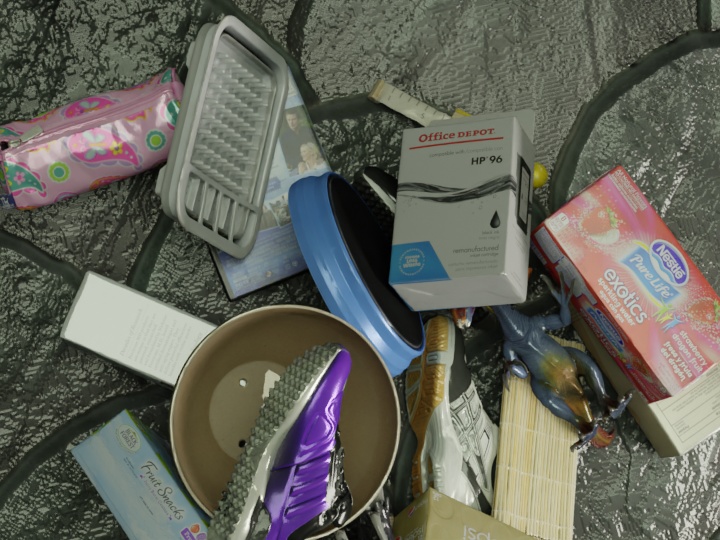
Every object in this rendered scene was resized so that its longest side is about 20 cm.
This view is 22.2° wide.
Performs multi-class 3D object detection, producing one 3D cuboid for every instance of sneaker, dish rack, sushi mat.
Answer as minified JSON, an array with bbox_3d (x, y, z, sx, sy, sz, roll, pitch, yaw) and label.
[{"bbox_3d":[-0.043,0.161,1.518,0.099,0.070,0.201,28,86,-20],"label":"sneaker"},{"bbox_3d":[0.080,-0.038,1.786,0.200,0.070,0.090,45,65,1],"label":"sneaker"},{"bbox_3d":[0.095,0.145,1.763,0.087,0.076,0.202,1,85,-22],"label":"sneaker"},{"bbox_3d":[-0.132,-0.124,1.712,0.043,0.171,0.202,9,81,23],"label":"dish rack"},{"bbox_3d":[0.172,0.158,1.761,0.095,0.012,0.202,16,72,-32],"label":"sushi mat"}]

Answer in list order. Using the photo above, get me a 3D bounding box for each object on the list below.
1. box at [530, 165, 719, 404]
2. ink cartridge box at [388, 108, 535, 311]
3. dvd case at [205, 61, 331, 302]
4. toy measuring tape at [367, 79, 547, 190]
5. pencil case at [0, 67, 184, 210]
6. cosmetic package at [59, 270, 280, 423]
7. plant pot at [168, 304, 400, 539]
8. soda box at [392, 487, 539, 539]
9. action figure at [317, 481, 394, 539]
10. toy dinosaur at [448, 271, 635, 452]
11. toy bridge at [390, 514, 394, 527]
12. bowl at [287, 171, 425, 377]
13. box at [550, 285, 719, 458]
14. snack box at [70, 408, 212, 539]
[{"bbox_3d":[0.253,0.015,1.695,0.095,0.100,0.201,-36,86,-8],"label":"box"},{"bbox_3d":[0.096,-0.071,1.697,0.115,0.068,0.202,-5,64,22],"label":"ink cartridge box"},{"bbox_3d":[-0.100,-0.087,1.792,0.142,0.018,0.201,-22,86,-8],"label":"dvd case"},{"bbox_3d":[0.099,-0.127,1.808,0.199,0.074,0.074,28,79,21],"label":"toy measuring tape"},{"bbox_3d":[-0.252,-0.123,1.736,0.198,0.087,0.088,-18,84,-2],"label":"pencil case"},{"bbox_3d":[-0.176,0.074,1.720,0.198,0.102,0.075,22,82,-1],"label":"cosmetic package"},{"bbox_3d":[-0.078,0.129,1.607,0.198,0.134,0.202,0,90,-14],"label":"plant pot"},{"bbox_3d":[0.125,0.280,1.703,0.199,0.064,0.068,28,43,-20],"label":"soda box"},{"bbox_3d":[-0.020,0.250,1.631,0.118,0.200,0.103,-25,90,-7],"label":"action figure"},{"bbox_3d":[0.158,0.088,1.728,0.105,0.200,0.181,-41,69,-21],"label":"toy dinosaur"},{"bbox_3d":[-0.058,0.286,1.740,0.198,0.027,0.068,-12,85,-8],"label":"toy bridge"},{"bbox_3d":[0.000,0.000,1.685,0.039,0.201,0.202,-27,86,13],"label":"bowl"},{"bbox_3d":[0.281,0.075,1.780,0.095,0.078,0.201,-32,87,-9],"label":"box"},{"bbox_3d":[-0.159,0.227,1.626,0.068,0.200,0.169,-37,69,-2],"label":"snack box"}]
